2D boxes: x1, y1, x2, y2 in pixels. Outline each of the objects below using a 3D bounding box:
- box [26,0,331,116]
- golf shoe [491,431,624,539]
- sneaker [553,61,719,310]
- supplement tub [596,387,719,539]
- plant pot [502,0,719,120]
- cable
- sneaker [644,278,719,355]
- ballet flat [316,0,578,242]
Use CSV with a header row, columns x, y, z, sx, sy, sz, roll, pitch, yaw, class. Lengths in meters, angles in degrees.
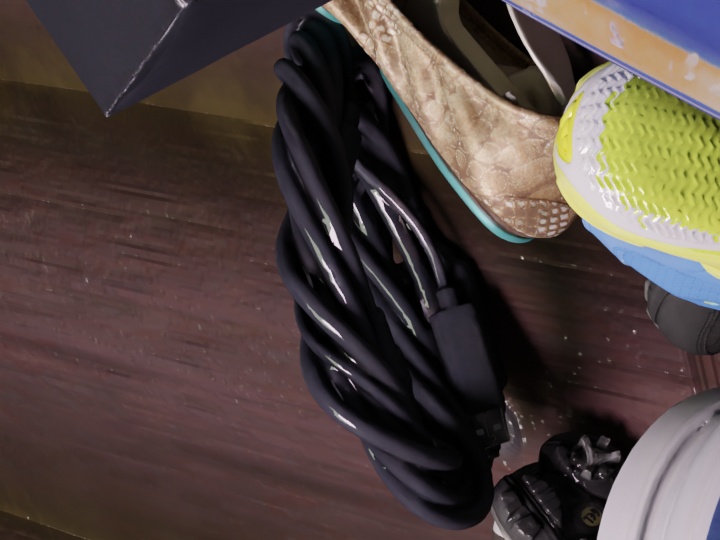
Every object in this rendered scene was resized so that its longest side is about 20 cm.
x,y,z,sx,sy,sz,roll,pitch,yaw,class
-0.034,-0.159,0.960,0.141,0.200,0.079,53,145,10,box
0.120,0.156,1.127,0.200,0.077,0.095,54,154,23,golf shoe
0.149,-0.016,0.867,0.199,0.076,0.105,18,172,-4,sneaker
0.183,0.105,0.935,0.199,0.144,0.145,5,119,50,supplement tub
0.143,-0.138,0.771,0.200,0.179,0.201,33,138,34,plant pot
0.000,0.000,1.098,0.051,0.163,0.201,-18,88,16,cable
0.158,-0.010,0.943,0.079,0.075,0.200,52,146,6,sneaker
0.021,-0.101,1.073,0.200,0.070,0.065,48,117,11,ballet flat
